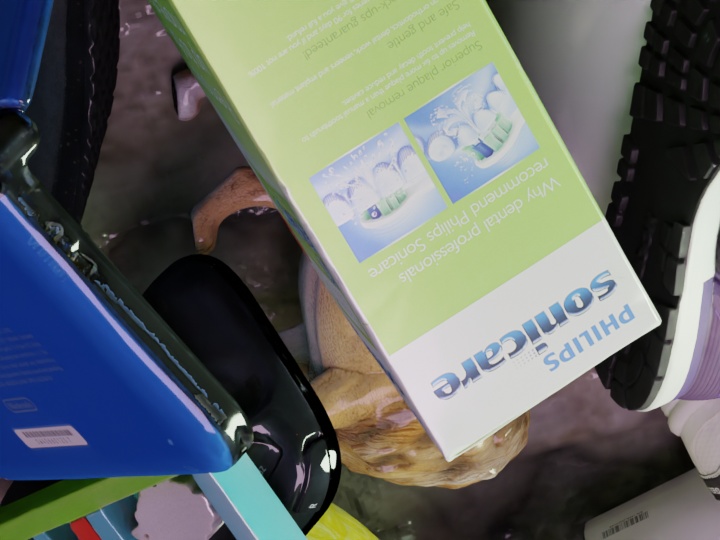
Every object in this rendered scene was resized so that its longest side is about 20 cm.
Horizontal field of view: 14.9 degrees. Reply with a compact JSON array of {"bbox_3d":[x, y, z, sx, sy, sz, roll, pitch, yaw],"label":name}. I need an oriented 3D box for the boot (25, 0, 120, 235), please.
[{"bbox_3d":[-0.156,-0.040,0.961,0.131,0.070,0.201,11,116,-1],"label":"boot"}]

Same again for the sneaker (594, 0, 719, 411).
[{"bbox_3d":[0.140,-0.044,0.917,0.087,0.076,0.201,-4,132,-22],"label":"sneaker"}]

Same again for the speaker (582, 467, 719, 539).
[{"bbox_3d":[0.192,0.091,1.088,0.199,0.081,0.081,-28,125,13],"label":"speaker"}]

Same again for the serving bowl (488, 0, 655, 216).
[{"bbox_3d":[0.146,-0.073,0.969,0.199,0.066,0.201,-3,126,-4],"label":"serving bowl"}]

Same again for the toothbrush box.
[{"bbox_3d":[-0.003,-0.062,0.876,0.086,0.146,0.201,-33,112,-2],"label":"toothbrush box"}]

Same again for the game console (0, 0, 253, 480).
[{"bbox_3d":[-0.098,-0.035,0.839,0.171,0.200,0.118,49,67,-16],"label":"game console"}]

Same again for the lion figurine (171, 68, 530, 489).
[{"bbox_3d":[0.000,0.000,1.004,0.122,0.073,0.201,-8,125,-5],"label":"lion figurine"}]

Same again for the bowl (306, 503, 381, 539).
[{"bbox_3d":[-0.027,0.159,1.081,0.107,0.200,0.201,-23,142,-44],"label":"bowl"}]

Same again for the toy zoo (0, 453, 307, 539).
[{"bbox_3d":[-0.060,0.121,0.955,0.131,0.020,0.201,-24,106,41],"label":"toy zoo"}]

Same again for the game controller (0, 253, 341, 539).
[{"bbox_3d":[-0.075,0.083,0.996,0.042,0.105,0.200,-7,149,-37],"label":"game controller"}]

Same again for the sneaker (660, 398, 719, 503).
[{"bbox_3d":[0.213,0.032,1.025,0.199,0.088,0.076,-25,169,12],"label":"sneaker"}]
